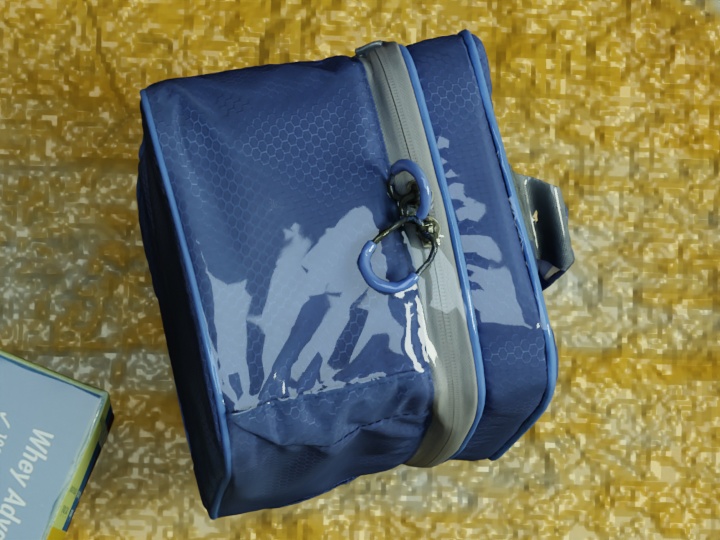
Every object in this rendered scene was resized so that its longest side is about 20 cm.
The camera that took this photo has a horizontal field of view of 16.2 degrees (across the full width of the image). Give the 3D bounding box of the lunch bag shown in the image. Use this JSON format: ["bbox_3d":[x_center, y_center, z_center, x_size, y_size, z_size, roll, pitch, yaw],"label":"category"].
[{"bbox_3d":[0.000,0.000,0.867,0.132,0.200,0.136,-12,80,-9],"label":"lunch bag"}]

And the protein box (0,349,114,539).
[{"bbox_3d":[-0.214,0.099,0.870,0.200,0.135,0.199,22,82,-2],"label":"protein box"}]
